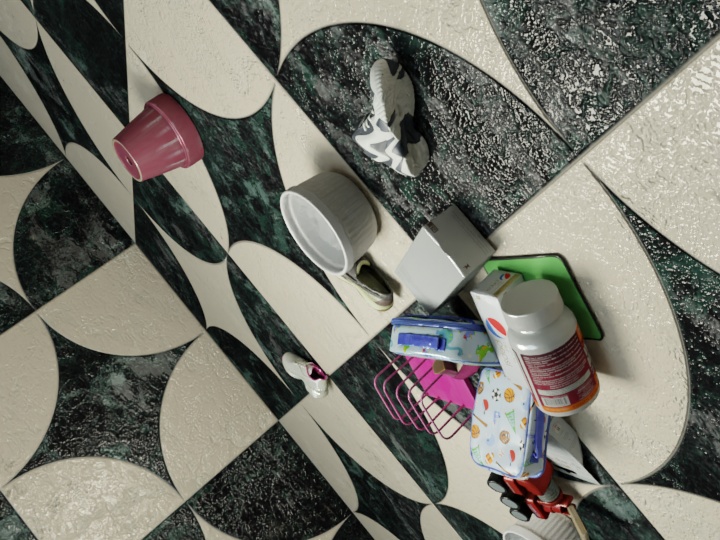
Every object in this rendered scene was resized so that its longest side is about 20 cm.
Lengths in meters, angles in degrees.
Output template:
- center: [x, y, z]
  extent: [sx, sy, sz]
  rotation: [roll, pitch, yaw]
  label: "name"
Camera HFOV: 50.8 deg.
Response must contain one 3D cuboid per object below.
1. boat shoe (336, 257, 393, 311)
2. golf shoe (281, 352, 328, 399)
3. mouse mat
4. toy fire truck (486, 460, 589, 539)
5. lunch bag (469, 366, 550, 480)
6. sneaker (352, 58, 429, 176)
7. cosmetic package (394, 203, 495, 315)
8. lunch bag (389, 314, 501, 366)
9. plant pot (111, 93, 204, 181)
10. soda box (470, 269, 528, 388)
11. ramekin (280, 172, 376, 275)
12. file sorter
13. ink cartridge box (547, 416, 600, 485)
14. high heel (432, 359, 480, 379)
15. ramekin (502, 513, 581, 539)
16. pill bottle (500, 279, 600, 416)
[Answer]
- center: [0.000, 0.001, 1.625]
  extent: [0.201, 0.072, 0.066]
  rotation: [44, 145, 18]
  label: "boat shoe"
- center: [-0.169, 0.310, 2.381]
  extent: [0.200, 0.075, 0.092]
  rotation: [38, 138, 25]
  label: "golf shoe"
- center: [0.290, 0.044, 1.226]
  extent: [0.162, 0.008, 0.200]
  rotation: [58, 155, -15]
  label: "mouse mat"
- center: [0.372, 0.452, 1.516]
  extent: [0.199, 0.129, 0.176]
  rotation: [-1, 137, 43]
  label: "toy fire truck"
- center: [0.277, 0.278, 1.376]
  extent: [0.160, 0.075, 0.202]
  rotation: [1, 84, 57]
  label: "lunch bag"
- center: [0.026, -0.245, 1.204]
  extent: [0.129, 0.080, 0.200]
  rotation: [18, 150, 39]
  label: "sneaker"
- center: [0.141, -0.014, 1.318]
  extent: [0.113, 0.081, 0.200]
  rotation: [51, 156, 9]
  label: "cosmetic package"
- center: [0.158, 0.125, 1.362]
  extent: [0.199, 0.160, 0.083]
  rotation: [0, 84, 50]
  label: "lunch bag"
- center: [-0.540, -0.334, 1.988]
  extent: [0.200, 0.179, 0.201]
  rotation: [39, 153, 25]
  label: "plant pot"
- center: [0.258, 0.099, 1.269]
  extent: [0.063, 0.068, 0.201]
  rotation: [13, 136, 53]
  label: "soda box"
- center: [-0.057, -0.100, 1.513]
  extent: [0.200, 0.105, 0.201]
  rotation: [42, 155, 24]
  label: "ramekin"
- center: [0.142, 0.271, 1.669]
  extent: [0.199, 0.125, 0.140]
  rotation: [5, 129, 59]
  label: "file sorter"
- center: [0.364, 0.327, 1.471]
  extent: [0.200, 0.057, 0.162]
  rotation: [40, 163, -26]
  label: "ink cartridge box"
- center: [0.232, 0.164, 1.479]
  extent: [0.200, 0.095, 0.068]
  rotation: [-32, 56, 53]
  label: "high heel"
- center: [0.423, 0.617, 1.673]
  extent: [0.200, 0.105, 0.201]
  rotation: [40, 154, 24]
  label: "ramekin"
- center: [0.294, 0.120, 1.183]
  extent: [0.109, 0.109, 0.201]
  rotation: [14, 137, 55]
  label: "pill bottle"
